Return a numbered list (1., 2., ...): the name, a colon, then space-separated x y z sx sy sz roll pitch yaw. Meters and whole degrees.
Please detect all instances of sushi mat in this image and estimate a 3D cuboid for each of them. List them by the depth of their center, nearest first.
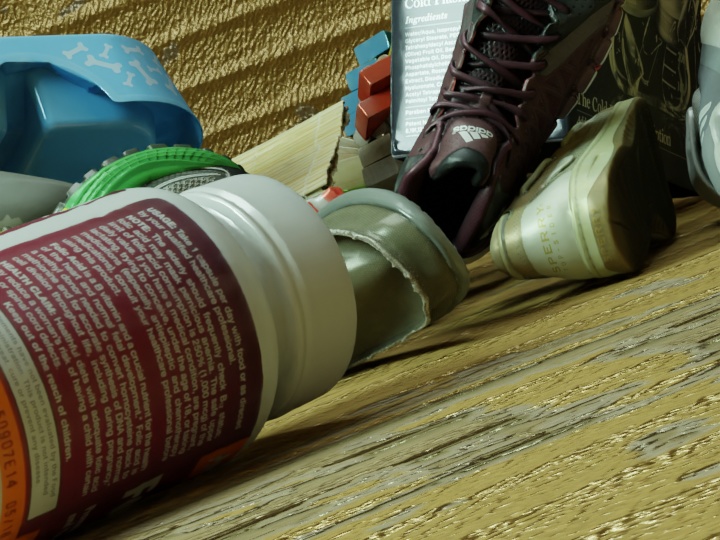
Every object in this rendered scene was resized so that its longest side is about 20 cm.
1. sushi mat: -0.092 -0.026 1.574 0.200 0.012 0.096 -26 22 21

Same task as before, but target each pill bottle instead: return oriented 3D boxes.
1. pill bottle: -0.104 0.035 1.118 0.200 0.114 0.114 -22 5 -41

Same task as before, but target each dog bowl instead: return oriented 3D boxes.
1. dog bowl: -0.177 -0.070 1.451 0.200 0.050 0.111 -5 -29 -28

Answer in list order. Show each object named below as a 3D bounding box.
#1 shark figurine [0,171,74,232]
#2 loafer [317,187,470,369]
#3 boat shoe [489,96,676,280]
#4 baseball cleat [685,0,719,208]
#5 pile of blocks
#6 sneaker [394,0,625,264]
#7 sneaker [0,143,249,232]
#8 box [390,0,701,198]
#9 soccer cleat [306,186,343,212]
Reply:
1. shark figurine: -0.172 -0.035 1.367 0.214 0.090 0.128 -9 -25 -31
2. loafer: -0.026 0.024 1.339 0.200 0.075 0.070 -28 18 52
3. boat shoe: 0.110 -0.035 1.423 0.063 0.073 0.201 -13 12 16
4. baseball cleat: 0.191 -0.056 1.401 0.070 0.106 0.200 8 34 2
5. pile of blocks: 0.004 -0.075 1.630 0.082 0.200 0.062 15 4 34
6. sneaker: 0.068 -0.084 1.374 0.076 0.200 0.116 20 15 4
7. sneaker: -0.107 0.010 1.320 0.085 0.078 0.200 29 41 26
8. box: 0.103 -0.138 1.586 0.104 0.182 0.200 -5 -9 26
9. soccer cleat: 0.000 0.000 1.492 0.078 0.069 0.200 -51 -12 19
